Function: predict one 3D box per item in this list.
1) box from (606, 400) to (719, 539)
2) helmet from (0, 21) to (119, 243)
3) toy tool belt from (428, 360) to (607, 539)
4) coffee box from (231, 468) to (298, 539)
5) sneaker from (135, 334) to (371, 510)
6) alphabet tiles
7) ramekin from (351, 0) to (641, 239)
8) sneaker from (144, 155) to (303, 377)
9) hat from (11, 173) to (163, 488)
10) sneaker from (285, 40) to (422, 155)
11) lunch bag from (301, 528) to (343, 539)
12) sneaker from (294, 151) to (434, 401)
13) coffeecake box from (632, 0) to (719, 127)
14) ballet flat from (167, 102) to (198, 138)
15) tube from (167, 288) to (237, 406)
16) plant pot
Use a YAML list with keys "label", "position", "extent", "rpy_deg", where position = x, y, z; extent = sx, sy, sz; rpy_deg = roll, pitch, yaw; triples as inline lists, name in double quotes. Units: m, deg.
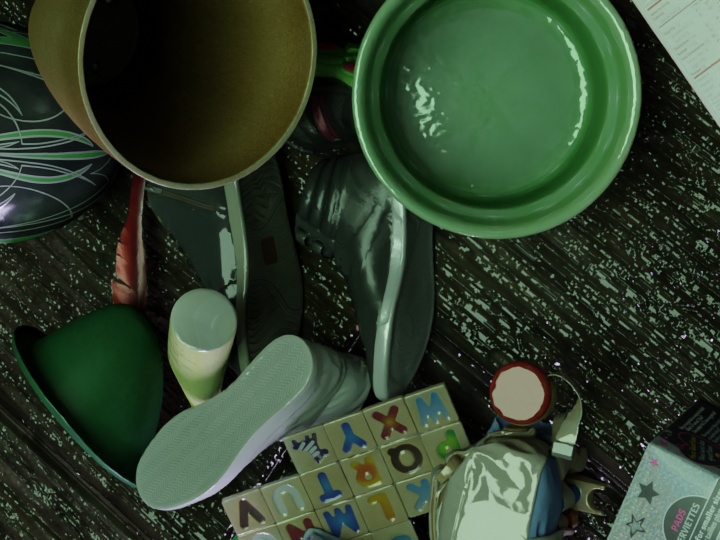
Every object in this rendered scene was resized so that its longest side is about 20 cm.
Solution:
- label: "box"
  position: [0.233, 0.215, 1.311]
  extent: [0.115, 0.132, 0.200]
  rpy_deg: [26, 110, 20]
- label: "helmet"
  position: [-0.300, -0.113, 1.502]
  extent: [0.191, 0.200, 0.200]
  rpy_deg: [23, 111, 48]
- label: "toy tool belt"
  position: [0.120, 0.161, 1.377]
  extent: [0.125, 0.123, 0.200]
  rpy_deg: [12, 97, 21]
- label: "coffee box"
  position: [-0.067, 0.272, 1.527]
  extent: [0.123, 0.044, 0.200]
  rpy_deg: [42, 115, 12]
- label: "sneaker"
  position: [-0.078, 0.130, 1.464]
  extent: [0.200, 0.116, 0.074]
  rpy_deg: [-38, 63, 23]
- label: "alphabet tiles"
  position: [0.002, 0.189, 1.432]
  extent: [0.200, 0.008, 0.167]
  rpy_deg: [-20, 110, 9]
- label: "ramekin"
  position: [0.093, -0.125, 1.305]
  extent: [0.200, 0.098, 0.200]
  rpy_deg: [0, 95, -1]
- label: "sneaker"
  position: [-0.112, -0.008, 1.494]
  extent: [0.106, 0.075, 0.200]
  rpy_deg: [3, 100, 39]
- label: "hat"
  position: [-0.171, 0.052, 1.505]
  extent: [0.176, 0.166, 0.200]
  rpy_deg: [-40, 110, 5]
- label: "sneaker"
  position: [-0.018, -0.129, 1.423]
  extent: [0.200, 0.077, 0.084]
  rpy_deg: [17, 123, 28]
- label: "lunch bag"
  position: [0.027, 0.300, 1.381]
  extent: [0.200, 0.170, 0.127]
  rpy_deg: [25, 108, -4]
- label: "sneaker"
  position: [0.000, 0.000, 1.432]
  extent: [0.099, 0.071, 0.200]
  rpy_deg: [4, 95, 29]
- label: "coffeecake box"
  position: [0.265, -0.149, 1.216]
  extent: [0.073, 0.153, 0.200]
  rpy_deg: [-37, 81, 27]
- label: "ballet flat"
  position: [-0.145, -0.133, 1.468]
  extent: [0.200, 0.069, 0.069]
  rpy_deg: [49, 122, 49]
- label: "tube"
  position: [-0.130, 0.070, 1.461]
  extent: [0.052, 0.200, 0.058]
  rpy_deg: [16, 70, -3]
- label: "plant pot"
  position: [-0.162, -0.169, 1.348]
  extent: [0.200, 0.186, 0.187]
  rpy_deg: [22, 112, 54]
